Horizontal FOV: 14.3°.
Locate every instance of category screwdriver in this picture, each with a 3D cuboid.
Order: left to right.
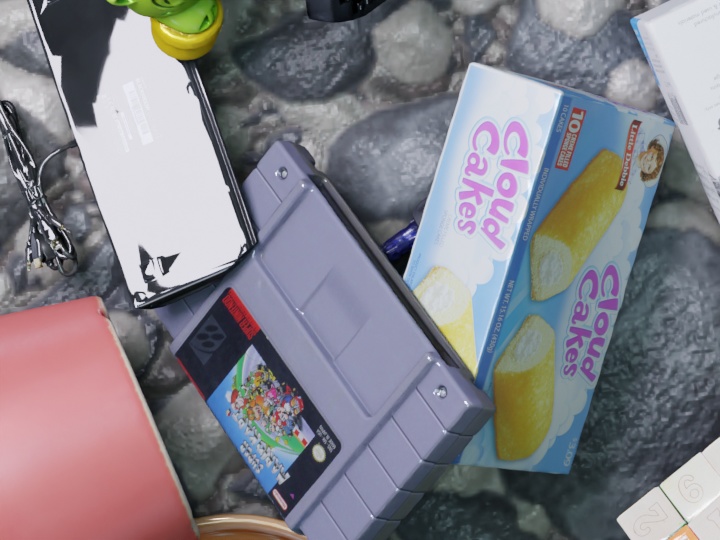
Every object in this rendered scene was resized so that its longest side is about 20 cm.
[{"bbox_3d":[0.000,0.000,1.572,0.199,0.028,0.029,-33,122,7],"label":"screwdriver"}]

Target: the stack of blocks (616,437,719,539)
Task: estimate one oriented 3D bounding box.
[{"bbox_3d":[0.246,0.110,1.521,0.200,0.115,0.059,-39,52,4],"label":"stack of blocks"}]

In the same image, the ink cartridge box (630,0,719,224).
[{"bbox_3d":[0.215,-0.054,1.512,0.067,0.116,0.201,-24,95,4],"label":"ink cartridge box"}]

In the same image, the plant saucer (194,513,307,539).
[{"bbox_3d":[-0.068,0.232,1.587,0.198,0.037,0.202,0,94,2],"label":"plant saucer"}]

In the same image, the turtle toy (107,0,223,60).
[{"bbox_3d":[-0.083,-0.216,1.498,0.101,0.146,0.201,30,65,7],"label":"turtle toy"}]

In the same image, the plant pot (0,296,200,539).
[{"bbox_3d":[-0.191,0.111,1.513,0.176,0.200,0.202,-23,94,-5],"label":"plant pot"}]

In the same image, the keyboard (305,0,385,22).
[{"bbox_3d":[-0.010,-0.216,1.430,0.039,0.104,0.201,12,124,37],"label":"keyboard"}]

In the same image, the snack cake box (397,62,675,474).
[{"bbox_3d":[0.084,0.001,1.515,0.067,0.115,0.201,21,97,39],"label":"snack cake box"}]

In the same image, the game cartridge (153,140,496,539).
[{"bbox_3d":[-0.026,0.045,1.505,0.130,0.038,0.200,-48,57,18],"label":"game cartridge"}]

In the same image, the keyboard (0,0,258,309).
[{"bbox_3d":[-0.139,-0.074,1.548,0.126,0.021,0.201,-22,78,11],"label":"keyboard"}]
